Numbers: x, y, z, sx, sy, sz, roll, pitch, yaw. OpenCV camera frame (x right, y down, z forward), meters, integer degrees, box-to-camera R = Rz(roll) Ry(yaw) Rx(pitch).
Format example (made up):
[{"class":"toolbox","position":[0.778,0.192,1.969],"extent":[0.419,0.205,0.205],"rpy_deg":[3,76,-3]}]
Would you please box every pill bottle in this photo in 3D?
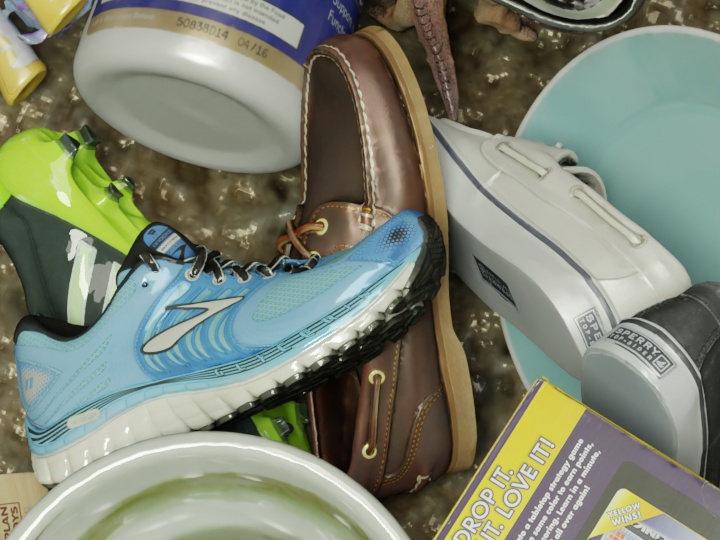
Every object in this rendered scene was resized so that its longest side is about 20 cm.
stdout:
[{"class":"pill bottle","position":[-0.047,-0.155,1.309],"extent":[0.115,0.116,0.201],"rpy_deg":[16,71,4]}]

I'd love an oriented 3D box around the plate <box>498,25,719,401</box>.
[{"class":"plate","position":[0.137,-0.004,1.243],"extent":[0.025,0.200,0.201],"rpy_deg":[-4,63,-45]}]

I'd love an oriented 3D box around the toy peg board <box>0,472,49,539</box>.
[{"class":"toy peg board","position":[-0.221,0.199,1.198],"extent":[0.198,0.098,0.201],"rpy_deg":[-3,70,-20]}]

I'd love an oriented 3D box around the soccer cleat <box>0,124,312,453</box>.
[{"class":"soccer cleat","position":[-0.098,0.027,1.274],"extent":[0.081,0.067,0.200],"rpy_deg":[-42,84,16]}]

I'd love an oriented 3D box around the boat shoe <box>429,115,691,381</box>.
[{"class":"boat shoe","position":[0.073,-0.024,1.239],"extent":[0.065,0.072,0.200],"rpy_deg":[-30,30,-9]}]

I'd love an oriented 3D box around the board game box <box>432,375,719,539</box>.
[{"class":"board game box","position":[0.084,0.168,1.074],"extent":[0.165,0.057,0.201],"rpy_deg":[32,86,23]}]

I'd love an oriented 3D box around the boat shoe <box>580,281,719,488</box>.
[{"class":"boat shoe","position":[0.126,0.078,1.190],"extent":[0.068,0.200,0.074],"rpy_deg":[-36,54,-24]}]

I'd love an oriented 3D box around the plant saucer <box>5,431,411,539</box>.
[{"class":"plant saucer","position":[-0.059,0.166,1.158],"extent":[0.199,0.050,0.202],"rpy_deg":[-1,81,6]}]

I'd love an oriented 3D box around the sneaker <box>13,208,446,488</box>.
[{"class":"sneaker","position":[-0.060,0.016,1.189],"extent":[0.199,0.078,0.090],"rpy_deg":[-24,85,14]}]

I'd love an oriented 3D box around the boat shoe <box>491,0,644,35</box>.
[{"class":"boat shoe","position":[0.037,-0.168,1.238],"extent":[0.201,0.063,0.074],"rpy_deg":[31,98,-10]}]

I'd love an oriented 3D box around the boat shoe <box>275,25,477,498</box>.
[{"class":"boat shoe","position":[0.000,0.000,1.237],"extent":[0.070,0.070,0.201],"rpy_deg":[-13,98,-23]}]

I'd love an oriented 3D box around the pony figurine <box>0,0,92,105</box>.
[{"class":"pony figurine","position":[-0.215,-0.160,1.298],"extent":[0.200,0.167,0.193],"rpy_deg":[44,88,6]}]

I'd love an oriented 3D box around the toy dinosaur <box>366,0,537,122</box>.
[{"class":"toy dinosaur","position":[0.058,-0.173,1.309],"extent":[0.085,0.136,0.201],"rpy_deg":[25,71,7]}]
